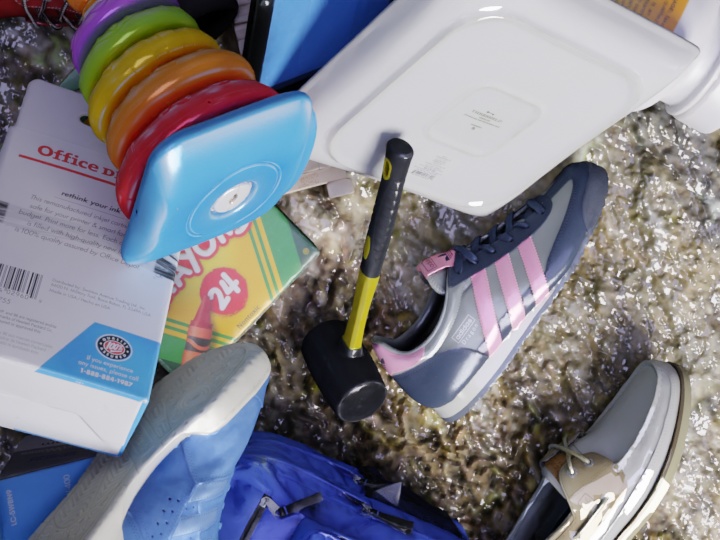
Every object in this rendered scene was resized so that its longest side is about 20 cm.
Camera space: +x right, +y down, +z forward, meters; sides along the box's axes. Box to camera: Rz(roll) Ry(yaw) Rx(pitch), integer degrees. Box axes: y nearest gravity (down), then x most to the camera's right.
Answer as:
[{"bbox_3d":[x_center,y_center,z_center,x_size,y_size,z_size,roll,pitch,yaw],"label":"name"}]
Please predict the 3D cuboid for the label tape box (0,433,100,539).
[{"bbox_3d":[-0.175,0.178,0.797,0.062,0.200,0.146,-7,97,-5],"label":"label tape box"}]

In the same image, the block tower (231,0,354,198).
[{"bbox_3d":[-0.054,-0.143,0.851,0.057,0.054,0.203,-14,97,-4],"label":"block tower"}]

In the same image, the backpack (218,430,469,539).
[{"bbox_3d":[-0.033,0.196,0.835,0.198,0.168,0.164,29,86,-5],"label":"backpack"}]

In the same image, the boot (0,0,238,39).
[{"bbox_3d":[-0.181,-0.158,0.804,0.198,0.072,0.146,-25,78,-1],"label":"boot"}]

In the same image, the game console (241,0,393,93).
[{"bbox_3d":[0.038,-0.152,0.741,0.174,0.201,0.117,22,50,4],"label":"game console"}]

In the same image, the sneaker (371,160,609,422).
[{"bbox_3d":[0.086,0.000,0.872,0.082,0.070,0.201,34,90,-13],"label":"sneaker"}]

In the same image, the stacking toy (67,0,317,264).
[{"bbox_3d":[-0.123,-0.115,0.737,0.109,0.116,0.201,-25,69,-33],"label":"stacking toy"}]

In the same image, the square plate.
[{"bbox_3d":[0.072,-0.098,0.779,0.198,0.198,0.029,16,51,-38],"label":"square plate"}]

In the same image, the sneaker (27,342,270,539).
[{"bbox_3d":[-0.101,0.142,0.759,0.200,0.076,0.112,-53,124,-37],"label":"sneaker"}]

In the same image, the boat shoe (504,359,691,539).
[{"bbox_3d":[0.157,0.147,0.895,0.068,0.075,0.202,24,94,-14],"label":"boat shoe"}]

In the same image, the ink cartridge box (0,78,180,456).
[{"bbox_3d":[-0.167,-0.006,0.760,0.115,0.202,0.068,18,139,-14],"label":"ink cartridge box"}]

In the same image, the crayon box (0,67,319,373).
[{"bbox_3d":[-0.139,-0.038,0.854,0.200,0.051,0.127,44,90,-8],"label":"crayon box"}]

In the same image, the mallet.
[{"bbox_3d":[0.000,0.000,0.829,0.041,0.066,0.202,-8,126,-27],"label":"mallet"}]

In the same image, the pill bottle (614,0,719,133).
[{"bbox_3d":[0.160,-0.172,0.842,0.198,0.111,0.112,28,92,-8],"label":"pill bottle"}]
